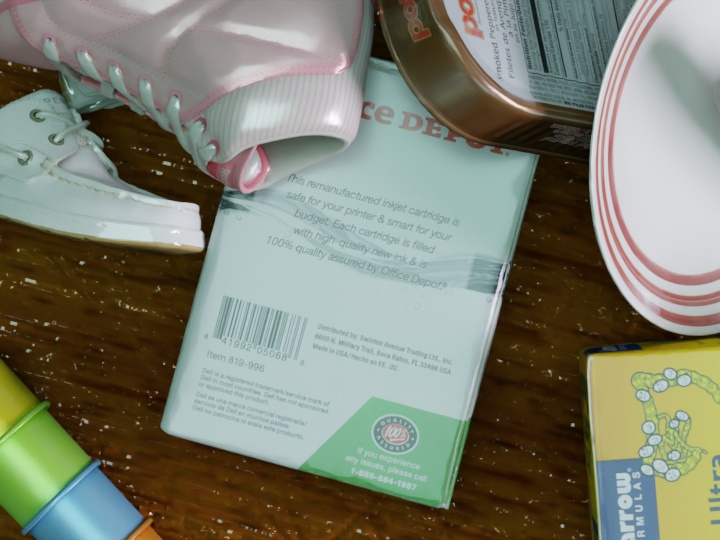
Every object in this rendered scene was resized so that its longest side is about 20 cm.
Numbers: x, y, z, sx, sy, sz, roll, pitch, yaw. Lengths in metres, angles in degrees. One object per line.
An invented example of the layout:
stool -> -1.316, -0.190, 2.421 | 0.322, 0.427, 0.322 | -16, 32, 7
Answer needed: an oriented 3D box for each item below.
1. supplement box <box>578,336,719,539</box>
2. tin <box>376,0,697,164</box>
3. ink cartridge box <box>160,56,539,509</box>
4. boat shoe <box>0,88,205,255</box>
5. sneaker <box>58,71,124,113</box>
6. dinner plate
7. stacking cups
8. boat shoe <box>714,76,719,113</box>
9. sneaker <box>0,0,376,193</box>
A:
supplement box -> 0.208, 0.084, 1.057 | 0.199, 0.109, 0.110 | -5, 89, 3
tin -> 0.092, -0.111, 1.038 | 0.042, 0.200, 0.112 | -30, 64, 42
ink cartridge box -> 0.000, 0.000, 1.085 | 0.146, 0.083, 0.201 | 16, 90, 4
boat shoe -> -0.161, -0.056, 1.083 | 0.199, 0.071, 0.070 | 16, 88, 22
sneaker -> -0.158, -0.137, 1.103 | 0.199, 0.074, 0.116 | 5, 87, 3
dinner plate -> 0.171, -0.068, 1.047 | 0.024, 0.200, 0.201 | 15, 90, 46
stacking cups -> -0.138, 0.128, 1.111 | 0.060, 0.061, 0.200 | -43, 92, 2
boat shoe -> 0.246, -0.060, 1.043 | 0.200, 0.072, 0.066 | 33, 76, -29
sneaker -> -0.091, -0.088, 1.021 | 0.200, 0.075, 0.105 | -1, 80, 10
